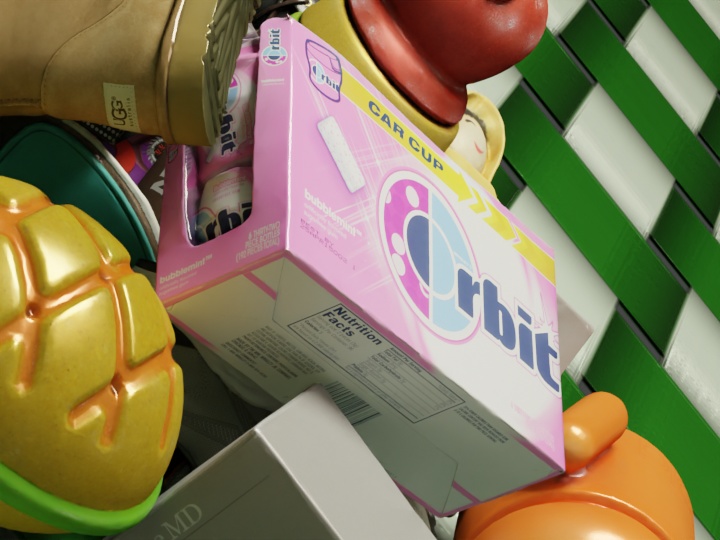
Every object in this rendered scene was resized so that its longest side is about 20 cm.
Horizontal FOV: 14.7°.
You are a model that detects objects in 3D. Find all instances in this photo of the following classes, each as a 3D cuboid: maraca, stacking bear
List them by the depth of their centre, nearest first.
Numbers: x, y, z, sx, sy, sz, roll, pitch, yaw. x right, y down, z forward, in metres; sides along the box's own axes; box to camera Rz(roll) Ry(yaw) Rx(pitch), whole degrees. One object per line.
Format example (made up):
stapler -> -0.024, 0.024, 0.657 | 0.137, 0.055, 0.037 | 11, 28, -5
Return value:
maraca -> -0.140, 0.015, 0.983 | 0.200, 0.107, 0.137 | 42, 24, -26
stacking bear -> 0.002, -0.092, 1.345 | 0.114, 0.200, 0.121 | 53, 20, 4

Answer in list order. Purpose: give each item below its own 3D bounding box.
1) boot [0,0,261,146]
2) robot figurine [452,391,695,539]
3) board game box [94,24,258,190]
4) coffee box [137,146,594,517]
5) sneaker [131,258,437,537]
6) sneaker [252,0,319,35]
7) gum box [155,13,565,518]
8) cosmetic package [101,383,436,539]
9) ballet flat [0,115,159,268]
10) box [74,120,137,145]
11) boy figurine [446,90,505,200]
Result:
boot -> -0.140, -0.120, 1.055 | 0.175, 0.199, 0.066 | -76, 168, -47
robot figurine -> 0.096, 0.138, 1.276 | 0.117, 0.144, 0.200 | 37, 18, -7
board game box -> -0.116, -0.117, 1.289 | 0.120, 0.032, 0.200 | -18, 64, -23
coffee box -> -0.003, 0.006, 1.250 | 0.200, 0.113, 0.080 | 42, -6, -37
sneaker -> -0.045, 0.077, 1.156 | 0.200, 0.079, 0.074 | 43, -15, -36
sneaker -> -0.054, -0.157, 1.514 | 0.200, 0.075, 0.106 | 40, 21, -34
gum box -> 0.000, 0.000, 1.113 | 0.200, 0.066, 0.114 | 39, 39, -41
cosmetic package -> -0.006, 0.155, 1.048 | 0.200, 0.107, 0.090 | 50, 19, 0
ballet flat -> -0.155, -0.056, 1.147 | 0.200, 0.069, 0.070 | 40, 23, -22
box -> -0.157, -0.132, 1.178 | 0.200, 0.044, 0.160 | 34, 12, 2
boy figurine -> 0.063, -0.024, 1.572 | 0.124, 0.064, 0.200 | 38, 27, -28
